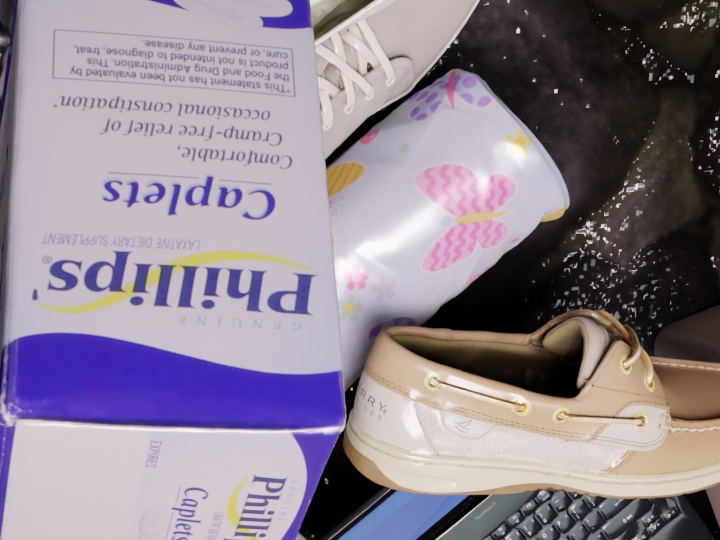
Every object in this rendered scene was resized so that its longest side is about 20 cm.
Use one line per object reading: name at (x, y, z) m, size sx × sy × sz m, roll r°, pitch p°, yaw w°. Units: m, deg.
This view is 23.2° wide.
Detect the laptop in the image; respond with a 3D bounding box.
laptop at (0.084, 0.144, 0.848) m, size 0.177 × 0.103 × 0.200 m, roll -38°, pitch 105°, yaw -4°

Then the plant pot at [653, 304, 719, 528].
plant pot at (0.280, 0.093, 0.823) m, size 0.199 × 0.177 × 0.201 m, roll -22°, pitch 94°, yaw -3°

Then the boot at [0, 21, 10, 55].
boot at (-0.160, -0.016, 0.544) m, size 0.203 × 0.073 × 0.154 m, roll 43°, pitch 89°, yaw 11°

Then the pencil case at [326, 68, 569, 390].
pencil case at (0.000, 0.000, 0.788) m, size 0.200 × 0.083 × 0.091 m, roll -41°, pitch 124°, yaw -4°

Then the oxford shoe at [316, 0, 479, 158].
oxford shoe at (-0.014, -0.089, 0.770) m, size 0.200 × 0.058 × 0.075 m, roll -40°, pitch 111°, yaw -7°

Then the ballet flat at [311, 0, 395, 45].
ballet flat at (-0.045, -0.104, 0.706) m, size 0.199 × 0.069 × 0.070 m, roll -31°, pitch 114°, yaw -6°

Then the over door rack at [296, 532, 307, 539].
over door rack at (-0.071, 0.152, 0.709) m, size 0.148 × 0.200 × 0.067 m, roll -45°, pitch 142°, yaw -11°

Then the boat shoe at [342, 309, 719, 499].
boat shoe at (0.093, 0.053, 0.745) m, size 0.198 × 0.074 × 0.067 m, roll -2°, pitch 115°, yaw -21°

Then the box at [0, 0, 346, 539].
box at (-0.080, 0.017, 0.626) m, size 0.104 × 0.201 × 0.184 m, roll 3°, pitch 143°, yaw -13°

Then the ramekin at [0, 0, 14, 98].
ramekin at (-0.221, -0.096, 0.632) m, size 0.198 × 0.105 × 0.202 m, roll -4°, pitch 107°, yaw -12°
